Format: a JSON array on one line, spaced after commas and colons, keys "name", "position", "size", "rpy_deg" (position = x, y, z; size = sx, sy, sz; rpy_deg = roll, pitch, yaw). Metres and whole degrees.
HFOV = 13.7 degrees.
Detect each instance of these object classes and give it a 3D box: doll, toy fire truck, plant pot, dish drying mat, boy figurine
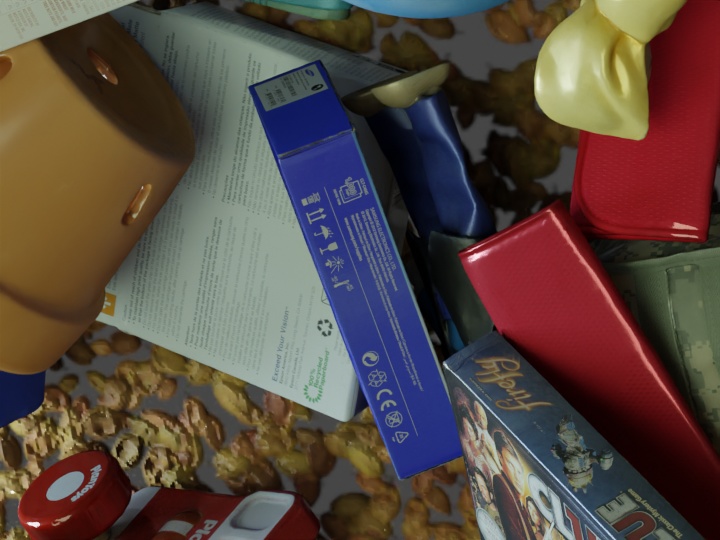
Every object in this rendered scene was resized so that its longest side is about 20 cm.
[{"name": "doll", "position": [0.050, -0.004, 1.530], "size": [0.136, 0.048, 0.200], "rpy_deg": [-8, 103, 67]}, {"name": "toy fire truck", "position": [-0.134, 0.192, 1.671], "size": [0.168, 0.200, 0.112], "rpy_deg": [-1, 127, 45]}, {"name": "plant pot", "position": [-0.182, -0.065, 1.574], "size": [0.140, 0.200, 0.200], "rpy_deg": [-40, 88, 16]}, {"name": "dish drying mat", "position": [0.145, -0.114, 1.446], "size": [0.077, 0.018, 0.201], "rpy_deg": [2, 79, 34]}, {"name": "boy figurine", "position": [0.147, -0.149, 1.377], "size": [0.064, 0.124, 0.200], "rpy_deg": [26, 103, -9]}, {"name": "dish drying mat", "position": [0.124, 0.063, 1.456], "size": [0.077, 0.018, 0.200], "rpy_deg": [-28, 96, 40]}]

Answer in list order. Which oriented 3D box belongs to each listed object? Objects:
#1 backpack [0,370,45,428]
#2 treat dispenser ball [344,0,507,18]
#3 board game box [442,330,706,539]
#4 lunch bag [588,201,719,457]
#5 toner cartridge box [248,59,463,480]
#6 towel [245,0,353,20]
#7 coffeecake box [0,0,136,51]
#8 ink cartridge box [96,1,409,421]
[{"name": "backpack", "position": [-0.283, 0.038, 1.684], "size": [0.167, 0.200, 0.163], "rpy_deg": [13, 113, 33]}, {"name": "treat dispenser ball", "position": [0.031, -0.221, 1.426], "size": [0.200, 0.201, 0.201], "rpy_deg": [10, 113, 25]}, {"name": "board game box", "position": [0.113, 0.136, 1.438], "size": [0.200, 0.035, 0.136], "rpy_deg": [46, 157, 45]}, {"name": "lunch bag", "position": [0.166, 0.054, 1.512], "size": [0.200, 0.118, 0.164], "rpy_deg": [-9, 102, 37]}, {"name": "toner cartridge box", "position": [0.000, 0.000, 1.539], "size": [0.043, 0.095, 0.200], "rpy_deg": [-21, 119, 0]}, {"name": "towel", "position": [-0.060, -0.240, 1.577], "size": [0.146, 0.022, 0.201], "rpy_deg": [15, 114, 23]}, {"name": "coffeecake box", "position": [-0.177, -0.194, 1.506], "size": [0.200, 0.154, 0.073], "rpy_deg": [-20, 140, 3]}, {"name": "ink cartridge box", "position": [-0.068, -0.041, 1.644], "size": [0.200, 0.041, 0.200], "rpy_deg": [21, 116, 21]}]
